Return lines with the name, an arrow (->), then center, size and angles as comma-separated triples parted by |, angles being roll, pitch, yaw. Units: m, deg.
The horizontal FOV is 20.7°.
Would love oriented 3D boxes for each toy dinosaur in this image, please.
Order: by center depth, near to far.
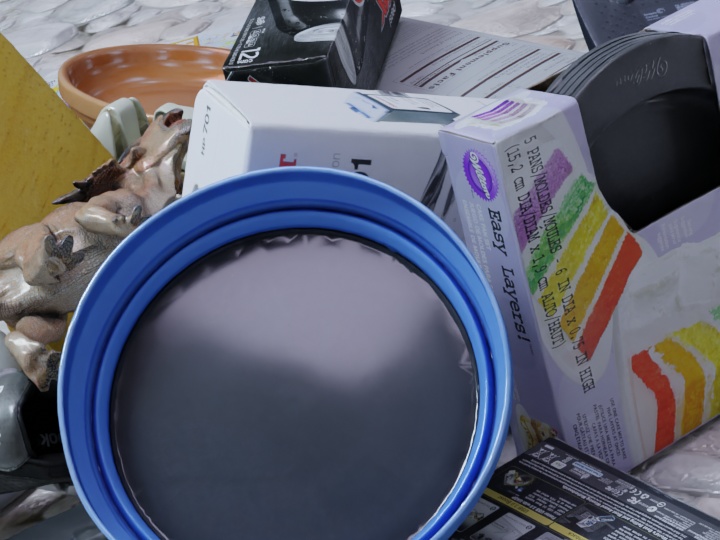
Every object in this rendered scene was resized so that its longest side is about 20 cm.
toy dinosaur -> -0.156, -0.007, 1.050 | 0.199, 0.086, 0.135 | -23, 27, -25

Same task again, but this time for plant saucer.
plant saucer -> -0.111, -0.115, 1.369 | 0.199, 0.038, 0.200 | 7, 20, -2

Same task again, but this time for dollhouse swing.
dollhouse swing -> -0.231, -0.018, 1.183 | 0.175, 0.200, 0.182 | -25, 25, 38

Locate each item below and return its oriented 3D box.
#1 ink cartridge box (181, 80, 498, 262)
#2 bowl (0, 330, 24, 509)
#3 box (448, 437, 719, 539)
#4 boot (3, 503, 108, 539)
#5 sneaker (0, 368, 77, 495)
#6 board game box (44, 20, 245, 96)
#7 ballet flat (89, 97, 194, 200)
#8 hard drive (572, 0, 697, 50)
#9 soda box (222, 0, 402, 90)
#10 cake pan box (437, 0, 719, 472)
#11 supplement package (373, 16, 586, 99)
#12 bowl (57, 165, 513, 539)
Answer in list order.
ink cartridge box -> 0.015, -0.011, 0.997 | 0.199, 0.147, 0.086 | 1, 19, -23
bowl -> -0.274, 0.077, 1.128 | 0.200, 0.091, 0.201 | -13, 25, 6
box -> 0.084, 0.151, 0.823 | 0.161, 0.049, 0.200 | -27, 27, -25
boot -> -0.190, 0.154, 0.945 | 0.162, 0.074, 0.198 | -24, 34, -13
sneaker -> -0.201, 0.086, 1.016 | 0.199, 0.067, 0.091 | -5, -21, -16
board game box -> -0.168, -0.139, 1.565 | 0.199, 0.034, 0.135 | -17, 25, -2
ballet flat -> -0.126, -0.071, 1.239 | 0.199, 0.073, 0.068 | 8, 32, 34
hard drive -> 0.216, -0.114, 1.201 | 0.134, 0.042, 0.200 | -12, 48, -12
soda box -> -0.025, -0.138, 1.168 | 0.063, 0.071, 0.200 | -4, 32, 13
cake pan box -> 0.140, -0.018, 0.957 | 0.184, 0.201, 0.052 | -27, 25, -28
supplement package -> 0.062, -0.072, 1.204 | 0.109, 0.114, 0.200 | -33, 35, -32
bowl -> -0.032, 0.053, 0.866 | 0.200, 0.039, 0.201 | -3, 67, 7
